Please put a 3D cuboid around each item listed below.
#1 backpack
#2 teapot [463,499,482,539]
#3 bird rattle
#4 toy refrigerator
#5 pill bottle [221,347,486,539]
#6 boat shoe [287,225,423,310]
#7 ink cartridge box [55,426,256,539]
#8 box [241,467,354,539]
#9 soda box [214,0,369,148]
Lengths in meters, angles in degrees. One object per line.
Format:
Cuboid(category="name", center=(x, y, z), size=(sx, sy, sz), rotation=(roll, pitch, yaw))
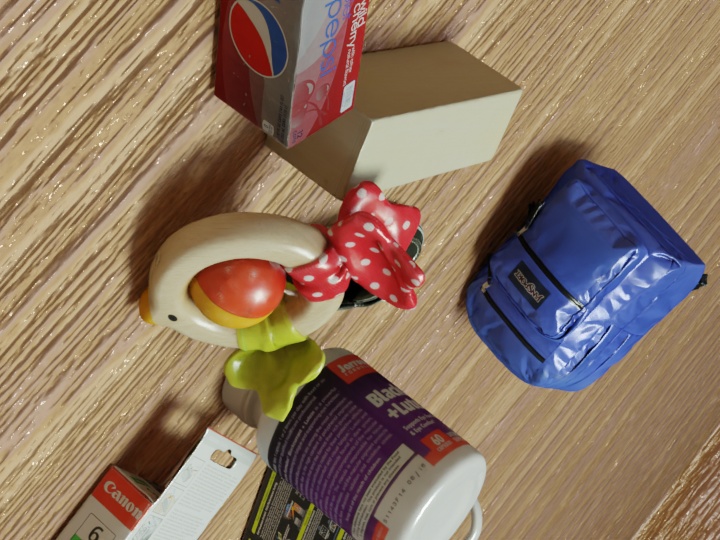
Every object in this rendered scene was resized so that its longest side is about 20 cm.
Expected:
Cuboid(category="backpack", center=(0.196, 0.011, 1.445), size=(0.200, 0.163, 0.167), rotation=(-48, 150, 20))
Cuboid(category="teapot", center=(0.017, 0.314, 1.525), size=(0.197, 0.146, 0.201), rotation=(-34, 149, -38))
Cuboid(category="bird rattle", center=(-0.055, 0.014, 0.980), size=(0.161, 0.114, 0.200), rotation=(12, 151, -26))
Cuboid(category="toy refrigerator", center=(0.027, -0.107, 1.064), size=(0.199, 0.076, 0.071), rotation=(-20, 140, -53))
Cuboid(category="pill bottle", center=(-0.010, 0.130, 1.159), size=(0.111, 0.199, 0.112), rotation=(-42, 154, -26))
Cuboid(category="boat shoe", center=(0.000, 0.000, 1.171), size=(0.199, 0.063, 0.071), rotation=(-17, 137, -54))
Cuboid(category="ink cartridge box", center=(-0.171, 0.197, 1.137), size=(0.201, 0.050, 0.109), rotation=(-53, 156, -4))
Cuboid(category="box", center=(-0.027, 0.248, 1.336), size=(0.044, 0.160, 0.202), rotation=(-21, 140, -48))
Cuboid(category="soda box", center=(-0.036, -0.174, 0.864), size=(0.063, 0.070, 0.201), rotation=(-34, 150, -36))
